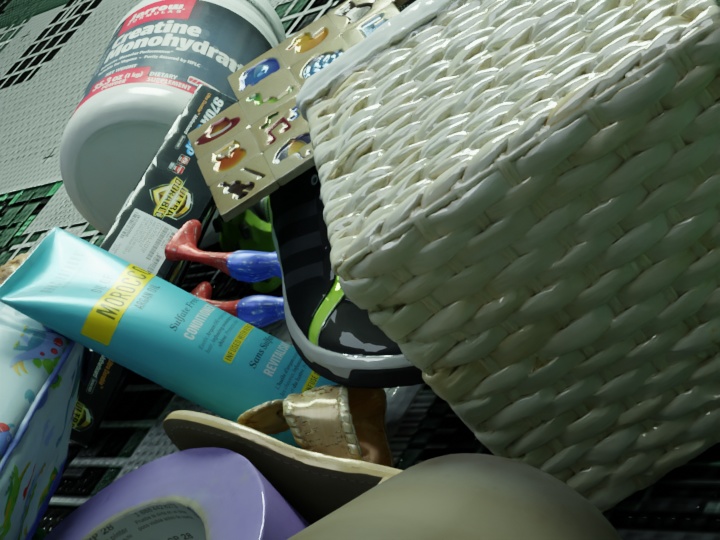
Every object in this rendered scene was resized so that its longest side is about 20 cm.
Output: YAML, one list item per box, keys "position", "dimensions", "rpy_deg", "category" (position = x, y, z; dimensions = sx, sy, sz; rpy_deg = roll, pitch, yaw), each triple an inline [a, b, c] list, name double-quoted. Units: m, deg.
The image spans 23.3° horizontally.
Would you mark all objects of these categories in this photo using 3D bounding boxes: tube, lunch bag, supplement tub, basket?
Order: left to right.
- position: [-0.213, 0.115, 0.918]
  dimensions: [0.200, 0.082, 0.161]
  rpy_deg: [-69, 0, -50]
  category: "lunch bag"
- position: [-0.132, -0.120, 1.291]
  dimensions: [0.140, 0.140, 0.200]
  rpy_deg: [-27, 29, 27]
  category: "supplement tub"
- position: [-0.089, 0.040, 0.919]
  dimensions: [0.050, 0.200, 0.077]
  rpy_deg: [-64, -3, 27]
  category: "tube"
- position: [0.108, -0.030, 0.760]
  dimensions: [0.200, 0.198, 0.161]
  rpy_deg: [-33, 31, 15]
  category: "basket"

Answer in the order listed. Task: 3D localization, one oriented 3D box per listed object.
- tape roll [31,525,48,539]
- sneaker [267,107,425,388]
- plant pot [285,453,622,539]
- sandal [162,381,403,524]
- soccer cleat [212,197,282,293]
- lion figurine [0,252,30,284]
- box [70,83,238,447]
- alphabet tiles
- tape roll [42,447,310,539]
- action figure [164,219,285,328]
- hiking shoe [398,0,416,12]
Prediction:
- position: [-0.234, 0.232, 0.978]
  dimensions: [0.200, 0.048, 0.200]
  rpy_deg: [-32, 27, 18]
  category: "tape roll"
- position: [-0.011, -0.020, 0.879]
  dimensions: [0.072, 0.083, 0.200]
  rpy_deg: [-10, 36, -15]
  category: "sneaker"
- position: [0.022, 0.158, 0.613]
  dimensions: [0.200, 0.200, 0.174]
  rpy_deg: [-22, 14, 35]
  category: "plant pot"
- position: [0.000, 0.087, 0.844]
  dimensions: [0.212, 0.078, 0.070]
  rpy_deg: [14, 56, 43]
  category: "sandal"
- position: [-0.029, -0.027, 1.103]
  dimensions: [0.081, 0.068, 0.200]
  rpy_deg: [-18, 5, -27]
  category: "soccer cleat"
- position: [-0.261, 0.065, 1.259]
  dimensions: [0.122, 0.072, 0.200]
  rpy_deg: [-14, 40, 56]
  category: "lion figurine"
- position: [-0.139, 0.000, 1.114]
  dimensions: [0.200, 0.046, 0.159]
  rpy_deg: [-59, 4, 50]
  category: "box"
- position: [0.003, -0.102, 0.901]
  dimensions: [0.200, 0.008, 0.167]
  rpy_deg: [-33, 33, 3]
  category: "alphabet tiles"
- position: [-0.099, 0.186, 0.824]
  dimensions: [0.200, 0.085, 0.200]
  rpy_deg: [-31, 27, 18]
  category: "tape roll"
- position: [0.000, 0.000, 0.982]
  dimensions: [0.200, 0.065, 0.099]
  rpy_deg: [12, 36, 30]
  category: "action figure"
- position: [0.087, -0.168, 1.035]
  dimensions: [0.200, 0.101, 0.076]
  rpy_deg: [-27, 10, -36]
  category: "hiking shoe"
